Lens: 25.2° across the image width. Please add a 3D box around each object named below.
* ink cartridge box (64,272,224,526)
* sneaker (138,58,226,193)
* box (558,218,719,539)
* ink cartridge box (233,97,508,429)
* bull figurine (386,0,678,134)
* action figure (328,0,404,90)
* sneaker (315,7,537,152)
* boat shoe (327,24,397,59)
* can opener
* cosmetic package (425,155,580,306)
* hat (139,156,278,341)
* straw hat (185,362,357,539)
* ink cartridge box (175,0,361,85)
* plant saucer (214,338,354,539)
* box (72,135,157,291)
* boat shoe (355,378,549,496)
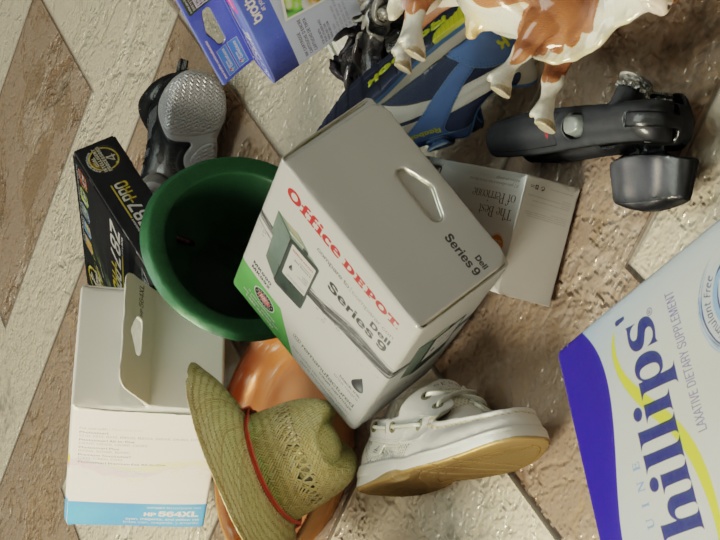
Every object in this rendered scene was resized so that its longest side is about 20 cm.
[{"bbox_3d":[-0.184,0.111,1.369,0.201,0.124,0.129,106,164,-49],"label":"ink cartridge box"},{"bbox_3d":[-0.186,-0.109,1.583,0.114,0.075,0.202,-129,53,-64],"label":"sneaker"},{"bbox_3d":[0.211,0.081,0.801,0.200,0.104,0.185,-46,42,43],"label":"box"},{"bbox_3d":[0.000,0.000,1.088,0.146,0.084,0.200,50,155,11],"label":"ink cartridge box"},{"bbox_3d":[0.101,-0.162,0.990,0.199,0.065,0.122,26,83,37],"label":"bull figurine"},{"bbox_3d":[0.036,-0.184,1.203,0.119,0.101,0.202,53,145,43],"label":"action figure"},{"bbox_3d":[0.038,-0.111,1.139,0.199,0.082,0.074,-37,23,23],"label":"sneaker"},{"bbox_3d":[-0.026,-0.232,1.358,0.086,0.074,0.203,-57,46,38],"label":"boat shoe"},{"bbox_3d":[0.140,-0.084,1.021,0.199,0.063,0.079,11,86,60],"label":"can opener"},{"bbox_3d":[0.069,-0.034,1.136,0.199,0.050,0.083,17,95,60],"label":"cosmetic package"},{"bbox_3d":[-0.113,0.015,1.361,0.166,0.199,0.176,53,145,12],"label":"hat"},{"bbox_3d":[-0.049,0.135,1.159,0.084,0.202,0.202,-25,45,3],"label":"straw hat"},{"bbox_3d":[-0.037,-0.224,1.221,0.199,0.120,0.042,-34,56,-5],"label":"ink cartridge box"},{"bbox_3d":[-0.060,0.141,1.307,0.200,0.037,0.202,-30,54,53],"label":"plant saucer"},{"bbox_3d":[-0.205,0.002,1.474,0.162,0.049,0.201,53,155,29],"label":"box"},{"bbox_3d":[0.055,0.107,1.089,0.199,0.070,0.070,-25,60,56],"label":"boat shoe"}]
